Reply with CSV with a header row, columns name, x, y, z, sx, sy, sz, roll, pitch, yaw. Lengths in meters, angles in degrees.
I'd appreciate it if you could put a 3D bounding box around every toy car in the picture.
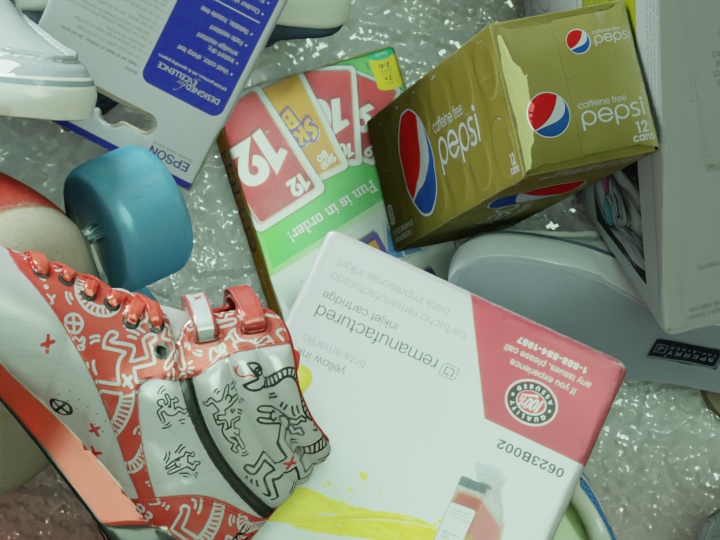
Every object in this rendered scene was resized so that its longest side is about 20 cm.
name,x,y,z,sx,sy,sz,roll,pitch,yaw
toy car,-0.206,-0.012,1.120,0.184,0.177,0.200,-26,58,-26

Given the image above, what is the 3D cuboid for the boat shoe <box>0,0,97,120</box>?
name,x,y,z,sx,sy,sz,roll,pitch,yaw
boat shoe,-0.191,-0.118,1.083,0.200,0.070,0.072,23,106,34

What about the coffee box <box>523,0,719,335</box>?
name,x,y,z,sx,sy,sz,roll,pitch,yaw
coffee box,0.192,-0.126,1.121,0.198,0.198,0.201,-14,124,-9

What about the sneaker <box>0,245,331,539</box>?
name,x,y,z,sx,sy,sz,roll,pitch,yaw
sneaker,-0.097,0.025,0.992,0.108,0.067,0.202,-38,104,-7

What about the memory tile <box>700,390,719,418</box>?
name,x,y,z,sx,sy,sz,roll,pitch,yaw
memory tile,0.239,0.027,1.246,0.200,0.017,0.154,35,78,-4

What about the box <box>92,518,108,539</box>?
name,x,y,z,sx,sy,sz,roll,pitch,yaw
box,-0.066,0.169,1.140,0.050,0.075,0.201,-28,89,-11

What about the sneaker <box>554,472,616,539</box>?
name,x,y,z,sx,sy,sz,roll,pitch,yaw
sneaker,0.057,0.080,1.152,0.200,0.077,0.076,45,85,-11

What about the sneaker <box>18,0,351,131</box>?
name,x,y,z,sx,sy,sz,roll,pitch,yaw
sneaker,-0.104,-0.108,1.165,0.199,0.075,0.085,3,116,2

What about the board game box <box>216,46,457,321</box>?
name,x,y,z,sx,sy,sz,roll,pitch,yaw
board game box,0.000,0.000,1.201,0.095,0.030,0.201,-17,88,-13

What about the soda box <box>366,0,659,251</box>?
name,x,y,z,sx,sy,sz,roll,pitch,yaw
soda box,0.063,-0.061,1.107,0.064,0.200,0.068,-11,85,-17

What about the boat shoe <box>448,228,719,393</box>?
name,x,y,z,sx,sy,sz,roll,pitch,yaw
boat shoe,0.133,0.010,1.188,0.199,0.074,0.066,17,46,-19

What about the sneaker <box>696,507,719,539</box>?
name,x,y,z,sx,sy,sz,roll,pitch,yaw
sneaker,0.242,0.146,1.200,0.199,0.088,0.082,25,75,-29

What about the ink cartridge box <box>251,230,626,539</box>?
name,x,y,z,sx,sy,sz,roll,pitch,yaw
ink cartridge box,0.009,0.107,1.072,0.144,0.083,0.201,24,81,3

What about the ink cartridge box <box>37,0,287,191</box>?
name,x,y,z,sx,sy,sz,roll,pitch,yaw
ink cartridge box,-0.072,-0.144,1.091,0.094,0.037,0.201,27,105,-6
